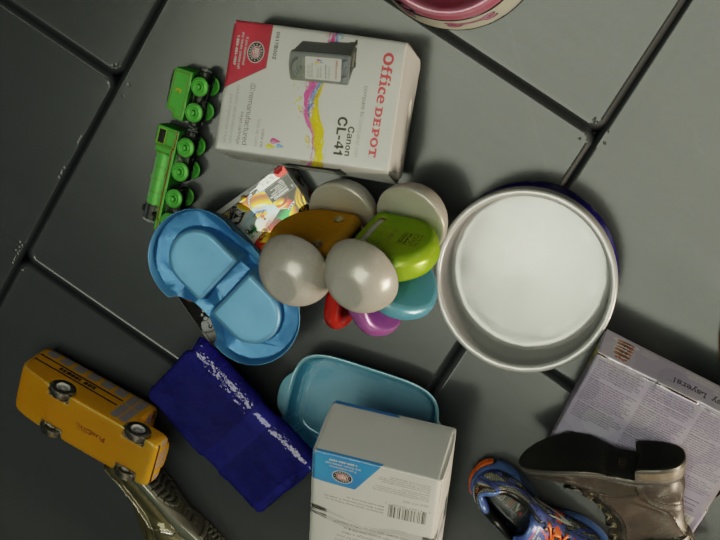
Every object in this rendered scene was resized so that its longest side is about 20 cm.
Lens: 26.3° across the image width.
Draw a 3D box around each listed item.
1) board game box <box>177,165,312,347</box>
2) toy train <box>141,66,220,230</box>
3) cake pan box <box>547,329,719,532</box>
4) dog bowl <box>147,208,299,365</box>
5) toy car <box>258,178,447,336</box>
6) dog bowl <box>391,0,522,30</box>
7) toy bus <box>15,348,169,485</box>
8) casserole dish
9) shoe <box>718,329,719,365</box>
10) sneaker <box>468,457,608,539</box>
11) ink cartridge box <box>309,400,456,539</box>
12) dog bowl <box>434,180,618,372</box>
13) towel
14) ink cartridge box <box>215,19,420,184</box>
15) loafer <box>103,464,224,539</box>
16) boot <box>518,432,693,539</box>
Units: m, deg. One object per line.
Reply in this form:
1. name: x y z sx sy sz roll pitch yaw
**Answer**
1. board game box: -0.126 -0.018 1.771 0.199 0.035 0.127 -35 92 16
2. toy train: -0.210 -0.138 1.765 0.056 0.042 0.202 20 105 18
3. cake pan box: 0.315 0.182 1.670 0.199 0.052 0.185 26 131 8
4. dog bowl: -0.148 0.014 1.739 0.200 0.050 0.111 45 107 0
5. toy car: 0.000 0.000 1.648 0.198 0.175 0.151 4 124 32
6. dog bowl: 0.097 -0.355 1.635 0.198 0.074 0.202 2 101 13
7. toy bus: -0.311 0.171 1.811 0.199 0.078 0.066 27 117 15
8. casserole dish: 0.002 0.165 1.778 0.198 0.039 0.122 18 105 9
9. shoe: 0.439 0.132 1.669 0.053 0.070 0.202 -17 94 -28
10. sneaker: 0.202 0.296 1.737 0.199 0.078 0.076 33 107 4
11. ink cartridge box: 0.022 0.257 1.725 0.145 0.086 0.201 13 133 9
12. dog bowl: 0.183 0.005 1.684 0.198 0.079 0.202 2 101 12
13. towel: -0.144 0.177 1.784 0.200 0.050 0.148 46 137 -2
14. ink cartridge box: -0.046 -0.184 1.681 0.198 0.086 0.149 8 88 12
15. loafer: -0.242 0.295 1.838 0.070 0.075 0.200 -42 90 12
16. boot: 0.275 0.269 1.672 0.198 0.069 0.176 3 122 22
